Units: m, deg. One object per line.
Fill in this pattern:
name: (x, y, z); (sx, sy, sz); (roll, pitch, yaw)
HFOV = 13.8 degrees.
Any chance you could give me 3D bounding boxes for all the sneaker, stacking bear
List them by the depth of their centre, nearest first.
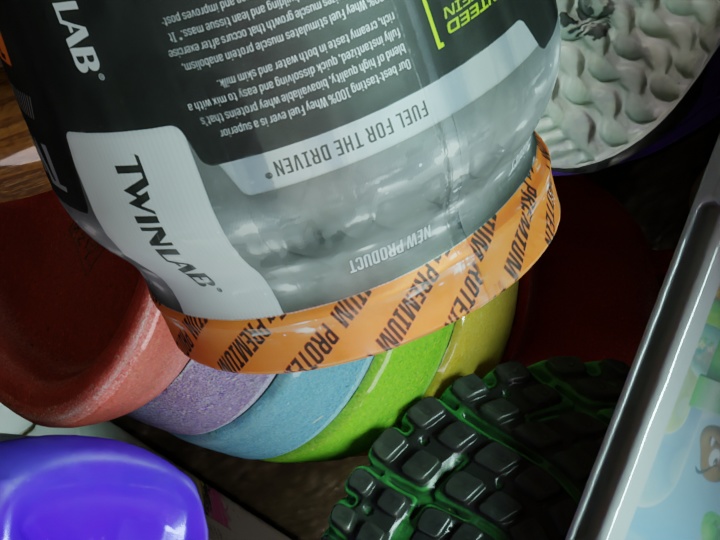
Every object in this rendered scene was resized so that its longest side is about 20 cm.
sneaker: (0.110, -0.096, 0.795); (0.200, 0.070, 0.100); (-38, 168, -1)
sneaker: (0.015, 0.097, 0.799); (0.200, 0.078, 0.085); (-35, 154, 1)
stacking bear: (0.000, 0.000, 0.827); (0.200, 0.114, 0.122); (10, 133, -37)

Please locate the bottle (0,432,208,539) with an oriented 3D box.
bottle: (-0.129, 0.072, 0.805); (0.083, 0.066, 0.200); (4, 179, -41)

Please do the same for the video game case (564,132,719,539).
video game case: (0.126, 0.048, 0.765); (0.143, 0.017, 0.201); (21, 91, -32)

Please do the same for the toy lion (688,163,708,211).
toy lion: (0.167, 0.044, 0.983); (0.191, 0.069, 0.200); (-1, 137, -31)

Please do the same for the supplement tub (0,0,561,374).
supplement tub: (-0.029, -0.086, 0.645); (0.122, 0.123, 0.200); (-20, 112, 0)

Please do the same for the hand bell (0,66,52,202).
hand bell: (-0.140, -0.016, 0.731); (0.199, 0.104, 0.104); (-15, 141, 5)

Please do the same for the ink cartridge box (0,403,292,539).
ink cartridge box: (-0.095, 0.115, 0.944); (0.116, 0.068, 0.200); (-34, 138, 17)
